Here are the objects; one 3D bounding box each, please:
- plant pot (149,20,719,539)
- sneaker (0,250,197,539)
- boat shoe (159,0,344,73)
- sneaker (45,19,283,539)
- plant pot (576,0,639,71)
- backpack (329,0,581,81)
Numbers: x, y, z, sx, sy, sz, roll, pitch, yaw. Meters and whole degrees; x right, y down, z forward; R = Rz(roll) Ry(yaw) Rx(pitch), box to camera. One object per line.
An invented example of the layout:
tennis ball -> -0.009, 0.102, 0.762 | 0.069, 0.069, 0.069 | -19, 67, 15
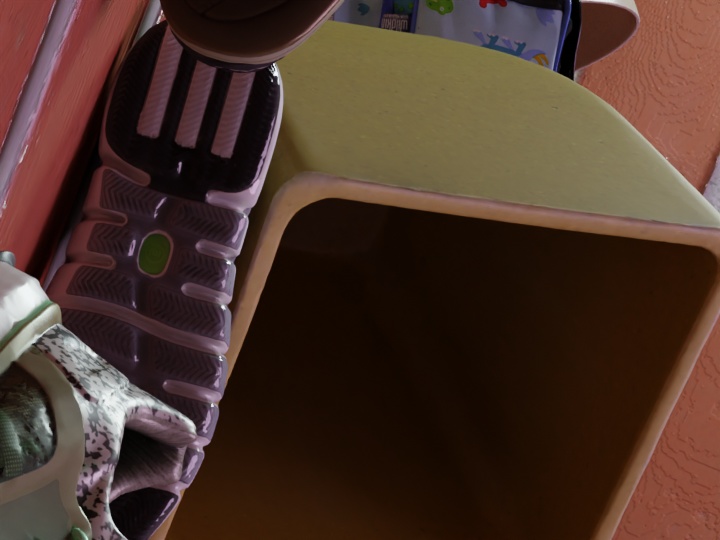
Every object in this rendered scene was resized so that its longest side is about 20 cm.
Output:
plant pot -> 0.000, 0.000, 1.186 | 0.196, 0.194, 0.200 | -68, -151, 28
sneaker -> -0.089, 0.069, 0.727 | 0.200, 0.088, 0.077 | -66, 179, -55
boat shoe -> -0.010, -0.142, 0.937 | 0.066, 0.072, 0.201 | 99, 8, -67
sneaker -> -0.076, 0.017, 1.017 | 0.115, 0.075, 0.201 | 130, -18, -84
plant pot -> 0.063, -0.195, 1.876 | 0.200, 0.200, 0.135 | 111, -33, -77
backpack -> 0.009, -0.049, 1.430 | 0.183, 0.146, 0.201 | 160, -62, -73
